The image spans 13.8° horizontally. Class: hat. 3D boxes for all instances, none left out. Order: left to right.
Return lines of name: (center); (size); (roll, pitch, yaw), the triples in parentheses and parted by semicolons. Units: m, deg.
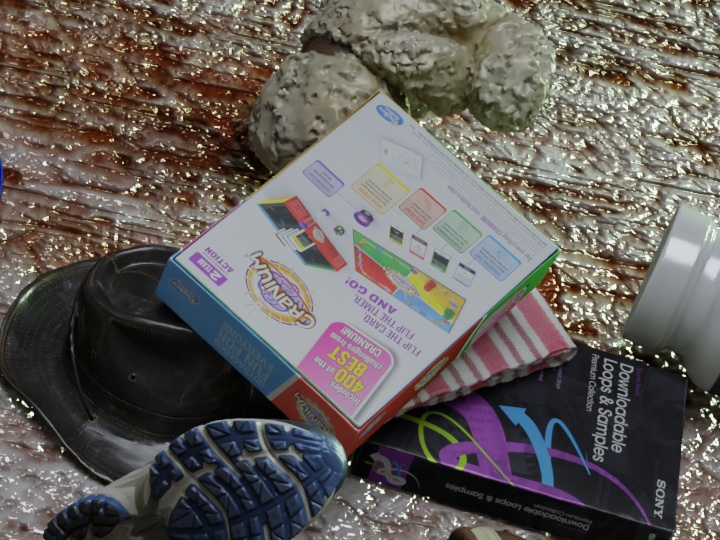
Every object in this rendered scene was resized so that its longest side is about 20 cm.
hat: (-0.113, 0.039, 1.780); (0.200, 0.081, 0.201); (12, 42, -11)

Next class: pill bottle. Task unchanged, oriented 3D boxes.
pill bottle: (0.278, 0.039, 1.910); (0.200, 0.116, 0.116); (24, 42, 3)

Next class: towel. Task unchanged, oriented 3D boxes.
towel: (0.024, 0.021, 1.827); (0.200, 0.030, 0.146); (-16, 63, -40)

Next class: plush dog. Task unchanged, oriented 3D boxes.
plush dog: (0.001, -0.124, 1.925); (0.172, 0.200, 0.161); (-52, 119, -22)

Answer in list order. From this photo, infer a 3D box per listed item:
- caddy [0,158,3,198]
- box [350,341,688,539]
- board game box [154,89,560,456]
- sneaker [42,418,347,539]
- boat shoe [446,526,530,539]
caddy: (-0.305, -0.081, 1.816); (0.141, 0.105, 0.200); (-30, 60, -16)
box: (0.102, 0.094, 1.843); (0.200, 0.036, 0.143); (18, 42, -5)
board game box: (0.000, 0.000, 1.766); (0.153, 0.040, 0.200); (43, 54, 11)
sneaker: (-0.083, 0.120, 1.643); (0.085, 0.200, 0.077); (-30, 98, -56)
boat shoe: (0.108, 0.224, 1.682); (0.075, 0.075, 0.203); (6, 43, -25)
